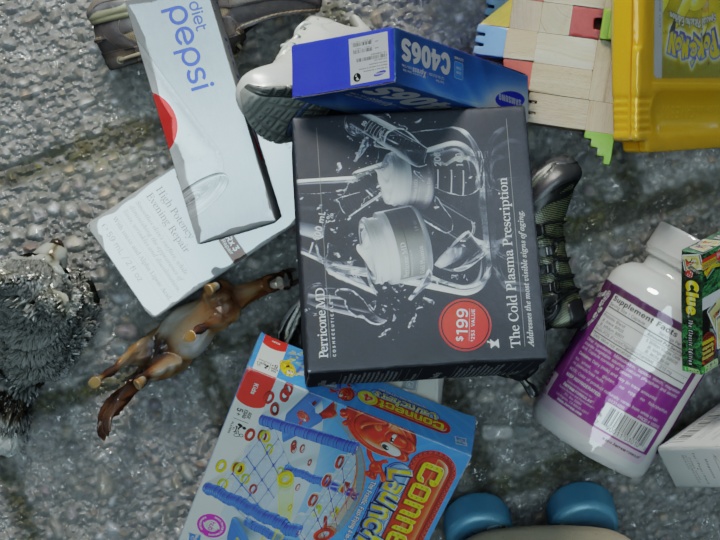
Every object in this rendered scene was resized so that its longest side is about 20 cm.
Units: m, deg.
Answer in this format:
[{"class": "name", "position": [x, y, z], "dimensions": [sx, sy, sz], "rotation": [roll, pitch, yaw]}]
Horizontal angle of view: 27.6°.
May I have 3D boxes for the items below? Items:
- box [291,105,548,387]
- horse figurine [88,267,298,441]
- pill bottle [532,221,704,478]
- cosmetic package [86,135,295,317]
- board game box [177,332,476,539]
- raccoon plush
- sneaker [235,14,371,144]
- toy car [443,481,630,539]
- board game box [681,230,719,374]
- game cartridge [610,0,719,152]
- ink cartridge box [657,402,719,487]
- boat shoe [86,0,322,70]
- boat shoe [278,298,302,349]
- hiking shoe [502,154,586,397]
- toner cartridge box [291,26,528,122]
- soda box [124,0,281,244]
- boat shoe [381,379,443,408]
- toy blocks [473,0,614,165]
[{"class": "box", "position": [0.041, -0.016, 1.143], "dimensions": [0.182, 0.104, 0.200], "rotation": [-4, 80, -3]}, {"class": "horse figurine", "position": [-0.152, 0.059, 1.240], "dimensions": [0.200, 0.133, 0.050], "rotation": [-41, 87, 14]}, {"class": "pill bottle", "position": [0.239, 0.064, 1.239], "dimensions": [0.112, 0.112, 0.200], "rotation": [30, 94, -3]}, {"class": "cosmetic package", "position": [-0.118, -0.056, 1.243], "dimensions": [0.200, 0.074, 0.102], "rotation": [-35, 95, 4]}, {"class": "board game box", "position": [-0.030, 0.178, 1.239], "dimensions": [0.196, 0.056, 0.200], "rotation": [21, 119, -2]}, {"class": "raccoon plush", "position": [-0.273, 0.071, 1.221], "dimensions": [0.097, 0.134, 0.200], "rotation": [4, 96, -2]}, {"class": "sneaker", "position": [-0.041, -0.160, 1.191], "dimensions": [0.075, 0.200, 0.087], "rotation": [-39, 80, 33]}, {"class": "toy car", "position": [0.159, 0.319, 1.260], "dimensions": [0.177, 0.184, 0.200], "rotation": [-6, 124, 0]}, {"class": "board game box", "position": [0.329, 0.004, 1.206], "dimensions": [0.200, 0.023, 0.105], "rotation": [-23, 115, -39]}, {"class": "game cartridge", "position": [0.261, -0.198, 1.195], "dimensions": [0.032, 0.176, 0.200], "rotation": [2, 97, 41]}, {"class": "ink cartridge box", "position": [0.365, 0.107, 1.181], "dimensions": [0.200, 0.174, 0.044], "rotation": [-30, 96, -24]}, {"class": "boat shoe", "position": [-0.127, -0.207, 1.234], "dimensions": [0.200, 0.074, 0.073], "rotation": [-5, 106, 9]}, {"class": "boat shoe", "position": [-0.002, -0.002, 1.251], "dimensions": [0.074, 0.068, 0.199], "rotation": [42, 94, -5]}, {"class": "hiking shoe", "position": [0.156, 0.004, 1.239], "dimensions": [0.101, 0.076, 0.200], "rotation": [28, 105, 20]}, {"class": "toner cartridge box", "position": [0.043, -0.143, 1.140], "dimensions": [0.095, 0.200, 0.043], "rotation": [-3, 85, 35]}, {"class": "soda box", "position": [-0.124, -0.126, 1.169], "dimensions": [0.068, 0.063, 0.200], "rotation": [-16, 95, 2]}, {"class": "boat shoe", "position": [0.038, 0.090, 1.257], "dimensions": [0.072, 0.069, 0.200], "rotation": [8, 112, 8]}, {"class": "toy blocks", "position": [0.158, -0.197, 1.231], "dimensions": [0.137, 0.100, 0.200], "rotation": [9, 95, 10]}]
